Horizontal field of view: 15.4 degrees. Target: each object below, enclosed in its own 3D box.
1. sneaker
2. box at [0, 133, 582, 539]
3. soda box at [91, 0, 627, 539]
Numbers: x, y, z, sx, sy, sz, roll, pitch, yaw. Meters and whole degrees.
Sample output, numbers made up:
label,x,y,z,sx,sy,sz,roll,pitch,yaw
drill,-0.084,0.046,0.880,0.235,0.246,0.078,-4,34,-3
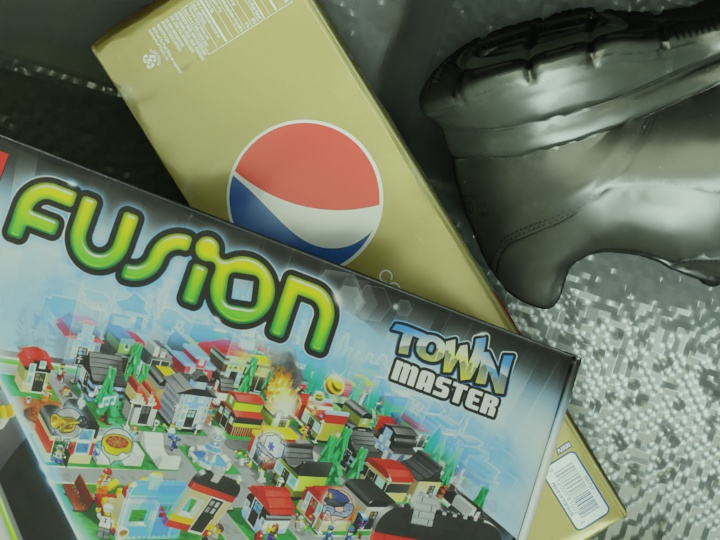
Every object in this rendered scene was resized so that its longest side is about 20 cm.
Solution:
label,x,y,z,sx,sy,sz,roll,pitch,yaw
sneaker,0.122,-0.044,0.797,0.199,0.076,0.091,-12,106,7
box,-0.049,0.041,0.713,0.199,0.035,0.110,21,80,-16
soda box,0.000,0.000,0.794,0.064,0.068,0.200,-31,96,3
